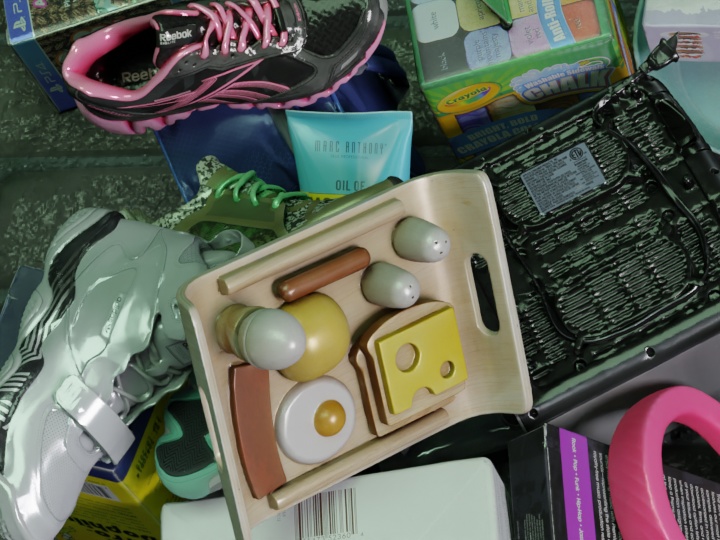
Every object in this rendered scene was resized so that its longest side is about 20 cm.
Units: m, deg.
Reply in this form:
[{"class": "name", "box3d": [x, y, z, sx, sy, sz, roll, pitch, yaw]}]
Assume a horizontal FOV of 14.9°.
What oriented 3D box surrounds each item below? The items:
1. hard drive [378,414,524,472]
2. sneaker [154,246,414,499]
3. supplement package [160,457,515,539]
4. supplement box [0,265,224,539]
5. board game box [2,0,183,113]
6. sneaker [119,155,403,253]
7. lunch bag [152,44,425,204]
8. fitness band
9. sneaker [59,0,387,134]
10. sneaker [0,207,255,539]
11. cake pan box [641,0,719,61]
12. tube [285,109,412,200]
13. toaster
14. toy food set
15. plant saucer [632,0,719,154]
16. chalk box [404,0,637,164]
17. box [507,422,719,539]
[{"class": "hard drive", "box3d": [0.098, 0.046, 1.706, 0.200, 0.033, 0.140, -16, 61, 7]}, {"class": "sneaker", "box3d": [-0.015, 0.074, 1.546, 0.200, 0.140, 0.078, -45, 47, -7]}, {"class": "supplement package", "box3d": [0.007, 0.219, 1.550, 0.191, 0.200, 0.147, -8, 62, 11]}, {"class": "supplement box", "box3d": [-0.139, 0.096, 1.612, 0.109, 0.200, 0.109, 12, 68, 22]}, {"class": "board game box", "box3d": [-0.141, -0.222, 1.869, 0.200, 0.097, 0.160, -16, 61, 8]}, {"class": "sneaker", "box3d": [-0.068, -0.030, 1.600, 0.200, 0.077, 0.089, -20, 82, 22]}, {"class": "lunch bag", "box3d": [-0.039, -0.097, 1.726, 0.132, 0.200, 0.136, -27, 79, 13]}, {"class": "fitness band", "box3d": [0.213, 0.156, 1.543, 0.037, 0.144, 0.200, -30, 95, 39]}, {"class": "sneaker", "box3d": [-0.083, -0.130, 1.589, 0.200, 0.095, 0.079, -17, 78, 11]}, {"class": "sneaker", "box3d": [-0.125, 0.057, 1.462, 0.115, 0.075, 0.200, 1, 61, 27]}, {"class": "cake pan box", "box3d": [0.286, -0.218, 1.733, 0.199, 0.052, 0.185, 4, 67, 17]}, {"class": "tube", "box3d": [0.000, 0.000, 1.636, 0.077, 0.201, 0.050, 0, 20, 13]}, {"class": "toaster", "box3d": [0.148, -0.003, 1.628, 0.200, 0.119, 0.181, -28, 61, 2]}, {"class": "toy food set", "box3d": [0.001, 0.047, 1.452, 0.200, 0.144, 0.060, -24, 22, -30]}, {"class": "plant saucer", "box3d": [0.274, -0.148, 1.750, 0.199, 0.036, 0.200, -6, 62, 12]}, {"class": "chalk box", "box3d": [0.098, -0.152, 1.707, 0.124, 0.200, 0.125, -14, 62, 9]}, {"class": "box", "box3d": [0.166, 0.179, 1.536, 0.036, 0.200, 0.143, -29, 53, 41]}]
